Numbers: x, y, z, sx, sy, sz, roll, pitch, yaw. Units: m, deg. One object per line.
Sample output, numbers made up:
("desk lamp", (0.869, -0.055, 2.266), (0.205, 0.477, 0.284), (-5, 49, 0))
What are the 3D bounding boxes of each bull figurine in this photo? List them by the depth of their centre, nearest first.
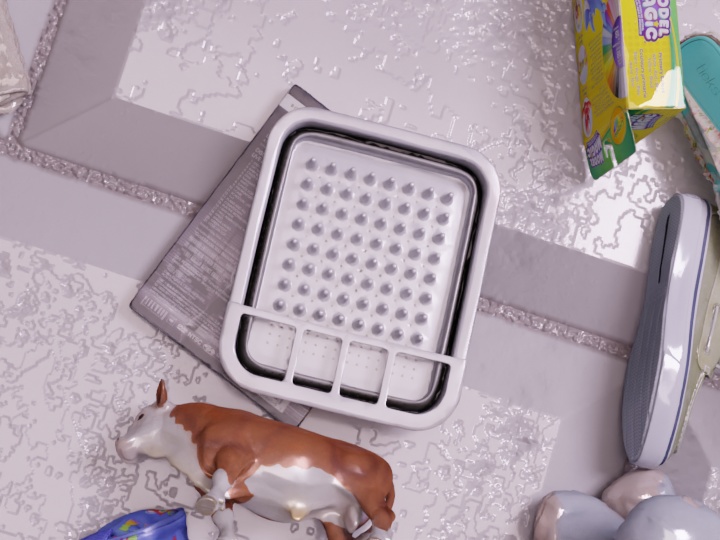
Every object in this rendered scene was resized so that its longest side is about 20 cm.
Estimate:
("bull figurine", (-0.067, 0.140, 1.055), (0.197, 0.122, 0.066), (12, 123, -11))

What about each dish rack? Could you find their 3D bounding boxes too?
("dish rack", (0.000, 0.000, 1.095), (0.169, 0.044, 0.203), (13, 81, -4))

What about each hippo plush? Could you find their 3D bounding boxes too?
("hippo plush", (0.196, 0.230, 1.042), (0.158, 0.161, 0.201), (-35, 87, -10))

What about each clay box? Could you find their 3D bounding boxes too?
("clay box", (0.188, -0.173, 1.120), (0.047, 0.115, 0.203), (-3, 83, -8))

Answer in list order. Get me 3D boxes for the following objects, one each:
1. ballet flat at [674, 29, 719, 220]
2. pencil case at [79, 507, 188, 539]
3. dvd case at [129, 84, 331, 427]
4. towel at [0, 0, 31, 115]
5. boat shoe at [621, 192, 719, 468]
("ballet flat", (0.278, -0.080, 1.127), (0.075, 0.064, 0.202), (-22, 73, 15))
("pencil case", (-0.133, 0.261, 1.041), (0.077, 0.086, 0.203), (-19, 82, 31))
("dvd case", (-0.048, -0.010, 1.121), (0.148, 0.016, 0.201), (36, 81, 0))
("towel", (-0.317, -0.195, 1.108), (0.131, 0.034, 0.203), (-15, 83, -9))
("boat shoe", (0.234, 0.044, 1.118), (0.061, 0.072, 0.203), (15, 79, -8))
